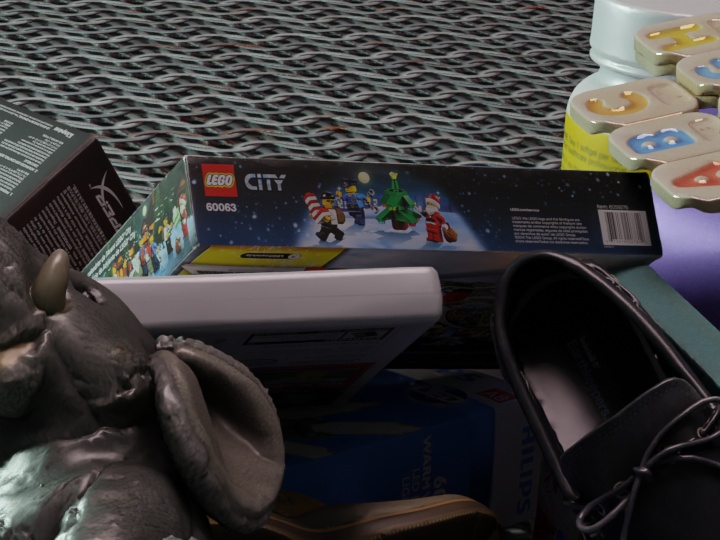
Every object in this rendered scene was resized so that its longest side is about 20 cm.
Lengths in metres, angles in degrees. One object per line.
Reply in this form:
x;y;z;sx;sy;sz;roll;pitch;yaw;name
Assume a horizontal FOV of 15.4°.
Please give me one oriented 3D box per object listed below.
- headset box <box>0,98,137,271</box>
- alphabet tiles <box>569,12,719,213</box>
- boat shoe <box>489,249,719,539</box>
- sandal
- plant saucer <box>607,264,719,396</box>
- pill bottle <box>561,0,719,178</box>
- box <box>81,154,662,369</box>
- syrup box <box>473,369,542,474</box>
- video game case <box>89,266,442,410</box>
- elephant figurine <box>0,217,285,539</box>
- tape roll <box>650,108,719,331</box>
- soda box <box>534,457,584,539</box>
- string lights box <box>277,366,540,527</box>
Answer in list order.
-0.208;0.015;1.135;0.200;0.075;0.148;-45;40;-22;headset box
0.193;-0.070;1.078;0.195;0.015;0.200;-13;28;-15;alphabet tiles
0.104;0.072;0.954;0.200;0.074;0.062;60;6;31;boat shoe
-0.033;0.109;0.981;0.199;0.081;0.054;-3;30;-41;sandal
0.147;0.055;0.973;0.019;0.070;0.200;-38;28;1;plant saucer
0.151;-0.033;1.282;0.114;0.201;0.114;3;17;-1;pill bottle
0.000;0.000;1.062;0.199;0.038;0.137;1;-21;-26;box
0.048;0.039;1.230;0.199;0.079;0.081;16;21;34;syrup box
-0.086;0.030;0.984;0.199;0.023;0.182;-2;-12;-12;video game case
-0.087;0.062;0.842;0.141;0.155;0.201;6;50;-13;elephant figurine
0.202;0.005;1.170;0.199;0.201;0.066;-11;22;-40;tape roll
0.174;0.098;1.069;0.199;0.064;0.070;2;19;-10;soda box
-0.028;0.084;1.097;0.103;0.059;0.199;16;21;42;string lights box
